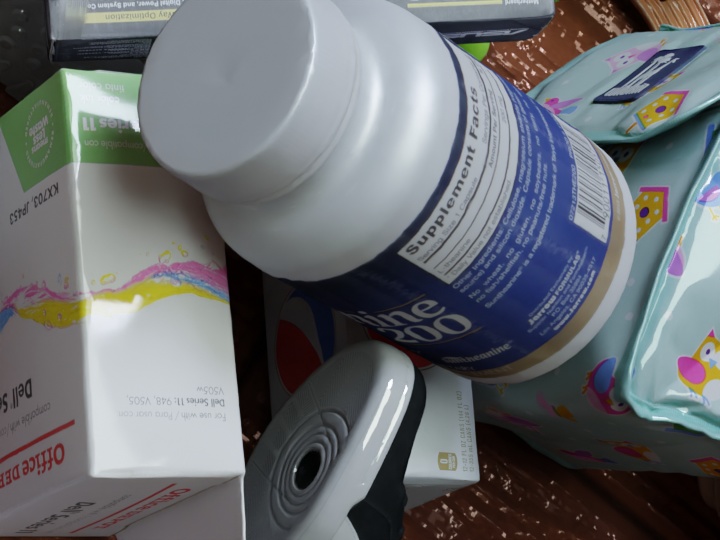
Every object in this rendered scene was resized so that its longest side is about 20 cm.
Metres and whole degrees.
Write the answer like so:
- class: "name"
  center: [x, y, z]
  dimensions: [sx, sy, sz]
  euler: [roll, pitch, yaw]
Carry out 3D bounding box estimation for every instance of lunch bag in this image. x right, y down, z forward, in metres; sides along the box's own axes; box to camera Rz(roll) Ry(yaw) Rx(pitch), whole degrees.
- class: "lunch bag"
  center: [0.130, -0.019, 1.178]
  dimensions: [0.122, 0.170, 0.200]
  euler: [25, 78, -27]

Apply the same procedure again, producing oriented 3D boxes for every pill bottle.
- class: "pill bottle"
  center: [0.010, -0.037, 1.045]
  dimensions: [0.200, 0.111, 0.111]
  euler: [30, 58, -47]

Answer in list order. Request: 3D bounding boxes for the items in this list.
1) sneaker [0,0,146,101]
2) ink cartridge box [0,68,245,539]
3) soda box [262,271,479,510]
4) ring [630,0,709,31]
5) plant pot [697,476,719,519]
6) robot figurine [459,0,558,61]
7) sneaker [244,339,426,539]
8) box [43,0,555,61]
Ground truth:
- class: "sneaker"
  center: [-0.139, -0.131, 1.133]
  dimensions: [0.200, 0.076, 0.081]
  euler: [40, 48, -17]
- class: "ink cartridge box"
  center: [-0.104, 0.035, 1.067]
  dimensions: [0.067, 0.117, 0.200]
  euler: [3, 72, -31]
- class: "soda box"
  center: [0.000, 0.000, 1.176]
  dimensions: [0.064, 0.068, 0.200]
  euler: [5, 71, -31]
- class: "ring"
  center: [0.092, -0.090, 1.296]
  dimensions: [0.200, 0.019, 0.201]
  euler: [11, 68, -28]
- class: "plant pot"
  center: [0.210, 0.067, 1.249]
  dimensions: [0.201, 0.093, 0.201]
  euler: [10, 90, -69]
- class: "robot figurine"
  center: [0.032, -0.176, 1.181]
  dimensions: [0.200, 0.116, 0.176]
  euler: [4, 52, -19]
- class: "sneaker"
  center: [-0.002, 0.132, 1.099]
  dimensions: [0.112, 0.073, 0.200]
  euler: [25, 97, -28]
- class: "box"
  center: [-0.029, -0.168, 1.082]
  dimensions: [0.200, 0.049, 0.161]
  euler: [-4, 82, -8]
